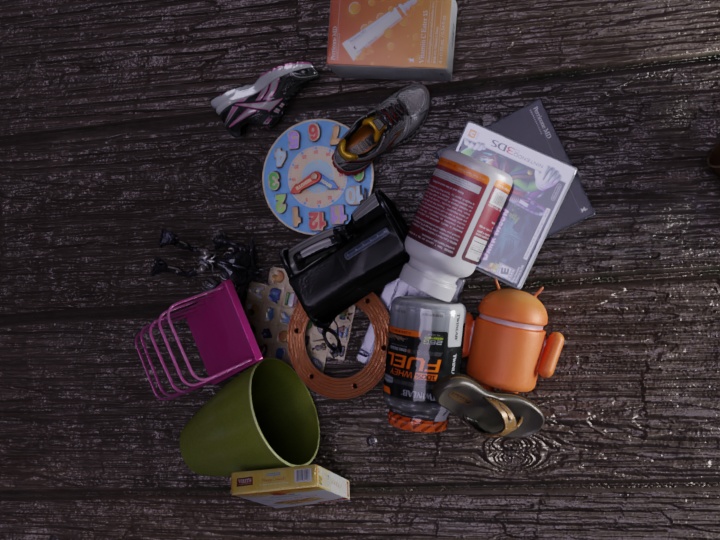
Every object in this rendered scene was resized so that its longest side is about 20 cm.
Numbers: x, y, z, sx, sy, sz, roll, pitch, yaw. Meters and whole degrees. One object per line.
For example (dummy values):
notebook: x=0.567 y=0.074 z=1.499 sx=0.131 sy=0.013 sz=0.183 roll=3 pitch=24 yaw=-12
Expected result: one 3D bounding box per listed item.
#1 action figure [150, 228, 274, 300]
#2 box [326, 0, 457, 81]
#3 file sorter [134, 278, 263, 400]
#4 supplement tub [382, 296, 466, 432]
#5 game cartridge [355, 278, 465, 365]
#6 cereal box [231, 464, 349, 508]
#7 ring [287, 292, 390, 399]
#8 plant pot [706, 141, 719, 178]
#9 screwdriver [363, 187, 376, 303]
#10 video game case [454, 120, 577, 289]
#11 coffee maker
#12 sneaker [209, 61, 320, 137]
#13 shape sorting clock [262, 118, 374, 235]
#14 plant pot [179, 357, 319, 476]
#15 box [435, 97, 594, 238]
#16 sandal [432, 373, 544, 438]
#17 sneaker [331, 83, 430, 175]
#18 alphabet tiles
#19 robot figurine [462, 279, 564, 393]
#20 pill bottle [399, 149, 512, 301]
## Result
action figure: x=-0.254 y=-0.013 z=1.336 sx=0.198 sy=0.102 sz=0.120 roll=14 pitch=86 yaw=-16
box: x=0.053 y=-0.385 z=1.262 sx=0.198 sy=0.097 sz=0.126 roll=4 pitch=93 yaw=11
file sorter: x=-0.277 y=0.124 z=1.274 sx=0.200 sy=0.125 sz=0.140 roll=-31 pitch=81 yaw=53
supplement tub: x=0.100 y=0.146 z=1.224 sx=0.121 sy=0.122 sz=0.202 roll=5 pitch=93 yaw=11
game cartridge: x=0.086 y=0.085 z=1.303 sx=0.129 sy=0.038 sz=0.202 roll=23 pitch=96 yaw=5
cereal box: x=-0.109 y=0.357 z=1.267 sx=0.142 sy=0.200 sz=0.040 roll=-10 pitch=65 yaw=12
ring: x=-0.034 y=0.117 z=1.311 sx=0.199 sy=0.019 sz=0.203 roll=-1 pitch=86 yaw=21
plant pot: x=0.645 y=-0.126 z=1.125 sx=0.186 sy=0.187 sz=0.201 roll=-34 pitch=98 yaw=10
screwdriver: x=0.012 y=-0.040 z=1.312 sx=0.028 sy=0.029 sz=0.202 roll=0 pitch=93 yaw=13
video game case: x=0.204 y=-0.100 z=1.173 sx=0.181 sy=0.023 sz=0.201 roll=26 pitch=98 yaw=11
coffee maker: x=0.000 y=0.000 z=1.243 sx=0.199 sy=0.135 sz=0.193 roll=-30 pitch=97 yaw=14
sneaker: x=-0.153 y=-0.292 z=1.327 sx=0.198 sy=0.080 sz=0.087 roll=-20 pitch=100 yaw=19
shape sorting clock: x=-0.074 y=-0.161 z=1.324 sx=0.198 sy=0.039 sz=0.202 roll=0 pitch=92 yaw=11
plant pot: x=-0.203 y=0.271 z=1.302 sx=0.199 sy=0.187 sz=0.188 roll=-26 pitch=87 yaw=23
box: x=0.245 y=-0.137 z=1.228 sx=0.181 sy=0.104 sz=0.201 roll=-25 pitch=87 yaw=12
sandal: x=0.196 y=0.216 z=1.165 sx=0.199 sy=0.055 sz=0.082 roll=29 pitch=115 yaw=-26
sneaker: x=0.040 y=-0.234 z=1.267 sx=0.200 sy=0.082 sz=0.078 roll=-43 pitch=87 yaw=-7
alphabet tiles: x=-0.112 y=0.088 z=1.355 sx=0.198 sy=0.006 sz=0.168 roll=12 pitch=94 yaw=10
robot figurine: x=0.236 y=0.117 z=1.232 sx=0.116 sy=0.143 sz=0.202 roll=8 pitch=94 yaw=-34
pill bottle: x=0.133 y=-0.064 z=1.122 sx=0.112 sy=0.113 sz=0.201 roll=25 pitch=97 yaw=9
